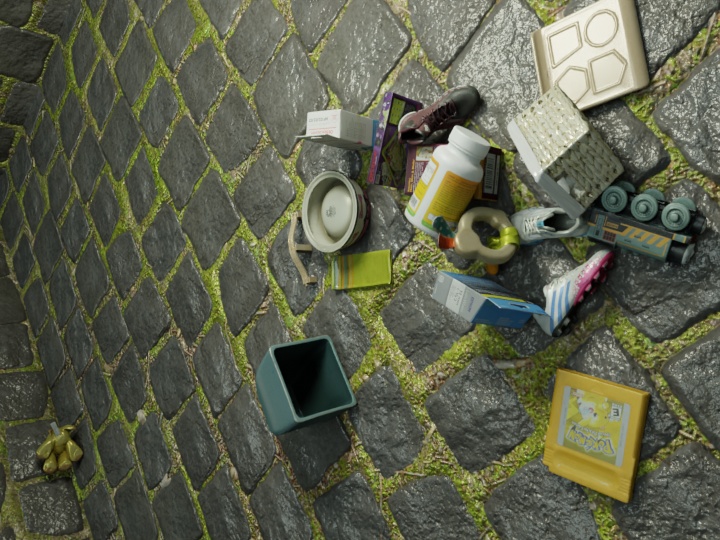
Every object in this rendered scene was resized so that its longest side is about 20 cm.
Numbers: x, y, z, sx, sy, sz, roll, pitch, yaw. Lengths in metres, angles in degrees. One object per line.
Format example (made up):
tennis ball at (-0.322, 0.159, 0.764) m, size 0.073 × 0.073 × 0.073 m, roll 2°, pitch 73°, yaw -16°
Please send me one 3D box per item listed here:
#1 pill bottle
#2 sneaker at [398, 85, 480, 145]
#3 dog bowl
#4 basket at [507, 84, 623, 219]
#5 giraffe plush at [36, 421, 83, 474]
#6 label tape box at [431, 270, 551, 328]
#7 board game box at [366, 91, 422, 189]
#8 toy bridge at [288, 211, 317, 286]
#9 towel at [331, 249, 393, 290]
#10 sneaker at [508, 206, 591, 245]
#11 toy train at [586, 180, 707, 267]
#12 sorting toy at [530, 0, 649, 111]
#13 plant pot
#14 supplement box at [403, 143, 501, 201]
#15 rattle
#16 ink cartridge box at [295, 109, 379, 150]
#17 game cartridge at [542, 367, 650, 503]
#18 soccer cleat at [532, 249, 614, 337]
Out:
pill bottle at (0.177, -0.176, 1.285) m, size 0.111 × 0.109 × 0.203 m, roll 43°, pitch 118°, yaw 33°
sneaker at (0.165, -0.318, 1.385) m, size 0.196 × 0.116 × 0.077 m, roll -25°, pitch 112°, yaw 25°
dog bowl at (-0.058, -0.147, 1.635) m, size 0.196 × 0.073 × 0.207 m, roll 1°, pitch 91°, yaw 42°
basket at (0.369, -0.219, 1.168) m, size 0.123 × 0.134 × 0.203 m, roll -41°, pitch 32°, yaw 26°
giraffe plush at (-1.246, 0.715, 2.651) m, size 0.161 × 0.169 × 0.207 m, roll -11°, pitch 87°, yaw 57°
label tape box at (0.254, 0.069, 1.272) m, size 0.199 × 0.140 × 0.068 m, roll 38°, pitch 114°, yaw 55°
board game box at (0.079, -0.295, 1.482) m, size 0.032 × 0.118 × 0.206 m, roll 21°, pitch 103°, yaw 42°
toy bridge at (-0.161, -0.057, 1.730) m, size 0.027 × 0.066 × 0.206 m, roll -19°, pitch 76°, yaw 38°
towel at (0.000, 0.000, 1.618) m, size 0.196 × 0.018 × 0.089 m, roll -7°, pitch 86°, yaw 41°
sneaker at (0.355, -0.093, 1.257) m, size 0.197 × 0.085 × 0.077 m, roll -8°, pitch 86°, yaw 43°
toy train at (0.494, -0.082, 1.132) m, size 0.196 × 0.084 × 0.117 m, roll 23°, pitch 117°, yaw 30°
sorting toy at (0.432, -0.402, 1.227) m, size 0.196 × 0.036 × 0.191 m, roll -14°, pitch 81°, yaw 36°
plant pot at (-0.163, 0.313, 1.658) m, size 0.200 × 0.192 × 0.200 m, roll -46°, pitch 61°, yaw 43°
supplement box at (0.197, -0.212, 1.397) m, size 0.196 × 0.084 × 0.114 m, roll 9°, pitch 96°, yaw 41°
rattle at (0.207, -0.045, 1.283) m, size 0.143 × 0.195 × 0.134 m, roll -36°, pitch 72°, yaw 63°
ink cartridge box at (-0.051, -0.337, 1.545) m, size 0.113 × 0.197 × 0.070 m, roll 6°, pitch 93°, yaw 40°
game cartridge at (0.438, 0.305, 1.215) m, size 0.173 × 0.032 × 0.207 m, roll 12°, pitch 97°, yaw 41°
soccer cleat at (0.397, 0.032, 1.227) m, size 0.086 × 0.069 × 0.203 m, roll 44°, pitch 117°, yaw 32°
